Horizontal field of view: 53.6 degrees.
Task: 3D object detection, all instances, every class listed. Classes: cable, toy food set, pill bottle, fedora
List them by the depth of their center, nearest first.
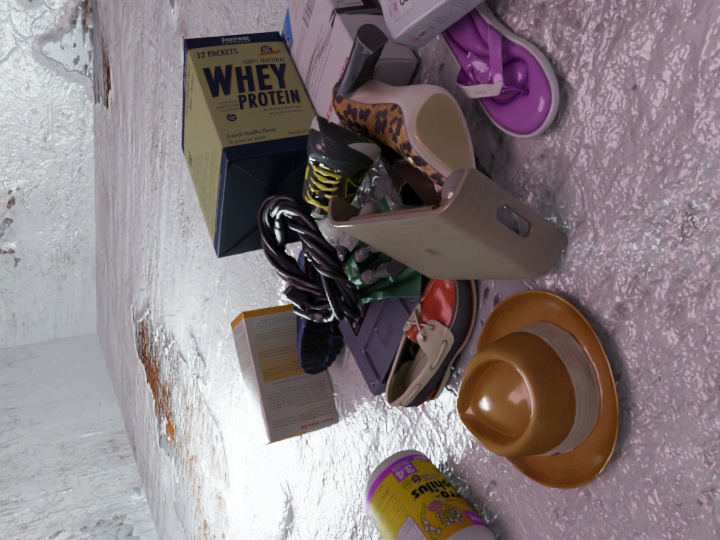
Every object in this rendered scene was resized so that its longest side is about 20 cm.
[{"bbox_3d":[0.149,0.118,0.674,0.199,0.080,0.207,24,117,58],"label":"fedora"},{"bbox_3d":[0.077,-0.046,0.687,0.198,0.142,0.062,-1,68,53],"label":"toy food set"},{"bbox_3d":[0.089,0.306,0.812,0.200,0.102,0.107,42,133,49],"label":"pill bottle"},{"bbox_3d":[-0.061,-0.014,0.862,0.199,0.050,0.167,16,127,61],"label":"cable"}]

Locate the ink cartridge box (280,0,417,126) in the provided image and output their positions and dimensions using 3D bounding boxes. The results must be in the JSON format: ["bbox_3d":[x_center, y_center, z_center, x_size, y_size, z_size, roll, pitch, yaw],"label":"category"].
[{"bbox_3d":[-0.024,-0.268,0.889,0.203,0.082,0.146,65,148,29],"label":"ink cartridge box"}]

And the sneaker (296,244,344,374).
[{"bbox_3d":[-0.066,0.055,1.079,0.078,0.073,0.207,-161,74,-67],"label":"sneaker"}]

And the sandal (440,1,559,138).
[{"bbox_3d":[0.116,-0.198,0.685,0.205,0.049,0.084,61,145,36],"label":"sandal"}]

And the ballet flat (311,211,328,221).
[{"bbox_3d":[-0.052,-0.116,0.990,0.071,0.068,0.201,65,148,27],"label":"ballet flat"}]

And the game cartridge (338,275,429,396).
[{"bbox_3d":[0.026,0.053,0.936,0.131,0.038,0.203,56,142,32],"label":"game cartridge"}]

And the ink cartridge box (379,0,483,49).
[{"bbox_3d":[0.087,-0.329,0.652,0.198,0.056,0.167,-25,74,48],"label":"ink cartridge box"}]

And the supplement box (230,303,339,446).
[{"bbox_3d":[-0.122,0.163,1.138,0.073,0.123,0.206,-34,67,57],"label":"supplement box"}]

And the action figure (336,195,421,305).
[{"bbox_3d":[0.000,0.000,0.890,0.199,0.053,0.121,-34,70,62],"label":"action figure"}]

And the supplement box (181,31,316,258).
[{"bbox_3d":[-0.150,-0.166,0.950,0.202,0.131,0.203,113,139,-54],"label":"supplement box"}]

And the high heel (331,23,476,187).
[{"bbox_3d":[0.044,-0.135,0.735,0.202,0.071,0.143,55,158,8],"label":"high heel"}]

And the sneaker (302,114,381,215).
[{"bbox_3d":[-0.025,-0.099,0.755,0.200,0.073,0.086,31,-96,-85],"label":"sneaker"}]

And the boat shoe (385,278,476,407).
[{"bbox_3d":[0.077,0.077,0.817,0.072,0.061,0.204,53,139,43],"label":"boat shoe"}]

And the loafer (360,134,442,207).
[{"bbox_3d":[0.052,-0.111,0.785,0.200,0.072,0.072,43,111,49],"label":"loafer"}]
